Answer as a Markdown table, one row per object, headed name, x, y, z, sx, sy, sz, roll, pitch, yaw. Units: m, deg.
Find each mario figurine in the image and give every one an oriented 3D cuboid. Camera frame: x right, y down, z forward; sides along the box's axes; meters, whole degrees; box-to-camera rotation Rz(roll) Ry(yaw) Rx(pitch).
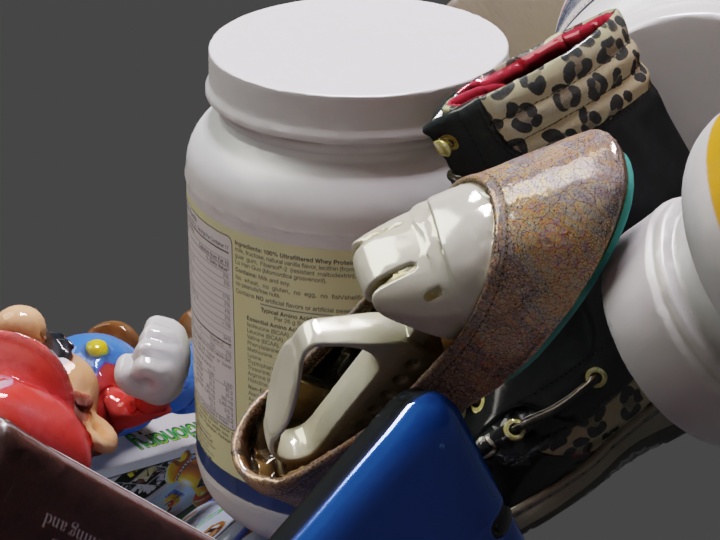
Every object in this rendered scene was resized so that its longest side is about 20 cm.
| name | x | y | z | sx | sy | sz | roll | pitch | yaw |
| --- | --- | --- | --- | --- | --- | --- | --- | --- | --- |
| mario figurine | -0.127 | 0.040 | 1.144 | 0.124 | 0.106 | 0.200 | -48 | -9 | 19 |

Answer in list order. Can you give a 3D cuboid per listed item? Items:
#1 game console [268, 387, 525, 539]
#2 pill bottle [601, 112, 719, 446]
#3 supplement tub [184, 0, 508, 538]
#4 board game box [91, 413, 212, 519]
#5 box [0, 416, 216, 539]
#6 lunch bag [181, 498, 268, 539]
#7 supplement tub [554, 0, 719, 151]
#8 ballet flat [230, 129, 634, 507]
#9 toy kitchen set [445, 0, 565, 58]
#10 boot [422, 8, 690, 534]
| name | x | y | z | sx | sy | sz | roll | pitch | yaw |
| --- | --- | --- | --- | --- | --- | --- | --- | --- | --- |
| game console | -0.034 | 0.157 | 0.891 | 0.118 | 0.171 | 0.200 | 7 | 45 | 44 |
| pill bottle | 0.174 | -0.024 | 0.811 | 0.200 | 0.113 | 0.113 | -36 | 10 | 38 |
| supplement tub | 0.000 | 0.000 | 1.069 | 0.144 | 0.201 | 0.145 | 0 | 24 | 0 |
| board game box | -0.140 | 0.134 | 1.249 | 0.200 | 0.035 | 0.127 | -11 | -48 | -59 |
| box | -0.168 | 0.156 | 0.938 | 0.164 | 0.166 | 0.201 | 13 | 74 | 41 |
| lunch bag | -0.068 | 0.159 | 1.184 | 0.160 | 0.076 | 0.200 | -43 | 7 | -22 |
| supplement tub | 0.146 | -0.071 | 1.099 | 0.140 | 0.140 | 0.200 | -40 | 8 | 17 |
| ballet flat | 0.017 | 0.021 | 0.891 | 0.200 | 0.067 | 0.068 | -53 | 35 | 34 |
| toy kitchen set | 0.090 | -0.077 | 1.331 | 0.200 | 0.163 | 0.180 | -43 | 8 | -7 |
| boot | 0.054 | 0.010 | 0.975 | 0.203 | 0.154 | 0.074 | -30 | 13 | 5 |
